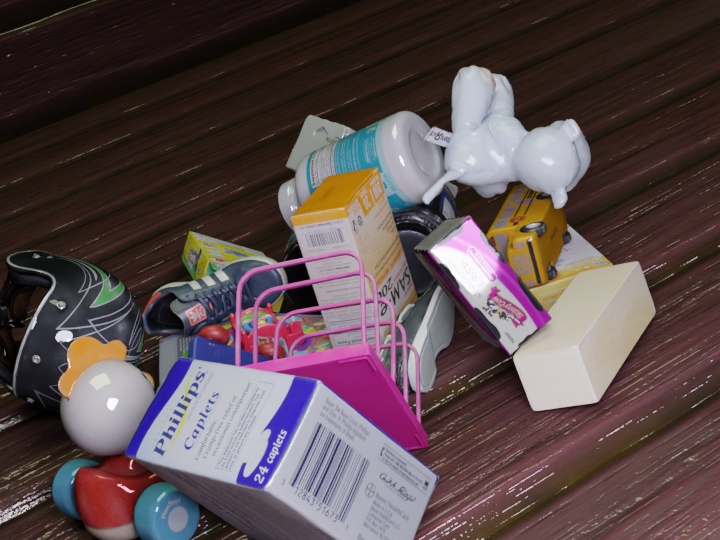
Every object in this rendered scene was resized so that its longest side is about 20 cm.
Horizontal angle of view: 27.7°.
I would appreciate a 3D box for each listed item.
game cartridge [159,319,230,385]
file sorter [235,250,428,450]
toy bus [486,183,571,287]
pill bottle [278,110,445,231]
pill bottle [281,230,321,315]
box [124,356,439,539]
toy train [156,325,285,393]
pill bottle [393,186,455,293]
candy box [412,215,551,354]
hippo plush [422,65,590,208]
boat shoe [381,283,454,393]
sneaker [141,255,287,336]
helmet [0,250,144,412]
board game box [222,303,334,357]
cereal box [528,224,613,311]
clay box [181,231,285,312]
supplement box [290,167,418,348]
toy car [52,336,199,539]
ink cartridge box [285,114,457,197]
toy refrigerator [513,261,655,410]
[{"bbox_3d":[-0.180,0.110,1.785,0.132,0.041,0.200,-20,20,-1],"label":"game cartridge"},{"bbox_3d":[-0.028,0.086,1.423,0.137,0.200,0.127,-11,56,14],"label":"file sorter"},{"bbox_3d":[0.200,-0.045,1.728,0.077,0.066,0.200,-9,20,21],"label":"toy bus"},{"bbox_3d":[-0.003,-0.109,1.773,0.199,0.112,0.111,-22,14,31],"label":"pill bottle"},{"bbox_3d":[-0.042,-0.027,1.927,0.111,0.113,0.200,-13,20,10],"label":"pill bottle"},{"bbox_3d":[-0.068,0.170,1.274,0.199,0.184,0.106,4,61,45],"label":"box"},{"bbox_3d":[-0.118,0.138,1.601,0.116,0.198,0.085,-37,43,47],"label":"toy train"},{"bbox_3d":[0.066,-0.045,1.867,0.111,0.113,0.200,-12,19,11],"label":"pill bottle"},{"bbox_3d":[0.124,0.013,1.547,0.061,0.137,0.200,-39,2,-1],"label":"candy box"},{"bbox_3d":[0.186,-0.157,1.707,0.159,0.161,0.199,5,7,27],"label":"hippo plush"},{"bbox_3d":[0.062,0.069,1.638,0.060,0.076,0.200,-3,22,19],"label":"boat shoe"},{"bbox_3d":[-0.186,0.042,1.820,0.198,0.076,0.085,-19,14,24],"label":"sneaker"},{"bbox_3d":[-0.359,0.079,1.780,0.199,0.202,0.190,-30,45,-34],"label":"helmet"},{"bbox_3d":[-0.114,0.068,1.735,0.198,0.039,0.158,2,24,31],"label":"board game box"},{"bbox_3d":[0.211,-0.001,1.761,0.142,0.040,0.200,-18,19,-5],"label":"cereal box"},{"bbox_3d":[-0.169,0.004,1.961,0.114,0.048,0.200,16,10,-18],"label":"clay box"},{"bbox_3d":[0.000,0.000,1.685,0.073,0.202,0.126,-9,22,24],"label":"supplement box"},{"bbox_3d":[-0.228,0.148,1.459,0.183,0.202,0.176,6,32,47],"label":"toy car"},{"bbox_3d":[0.013,-0.131,2.038,0.084,0.199,0.145,-64,28,0],"label":"ink cartridge box"},{"bbox_3d":[0.237,0.068,1.513,0.075,0.071,0.200,-12,18,33],"label":"toy refrigerator"}]
